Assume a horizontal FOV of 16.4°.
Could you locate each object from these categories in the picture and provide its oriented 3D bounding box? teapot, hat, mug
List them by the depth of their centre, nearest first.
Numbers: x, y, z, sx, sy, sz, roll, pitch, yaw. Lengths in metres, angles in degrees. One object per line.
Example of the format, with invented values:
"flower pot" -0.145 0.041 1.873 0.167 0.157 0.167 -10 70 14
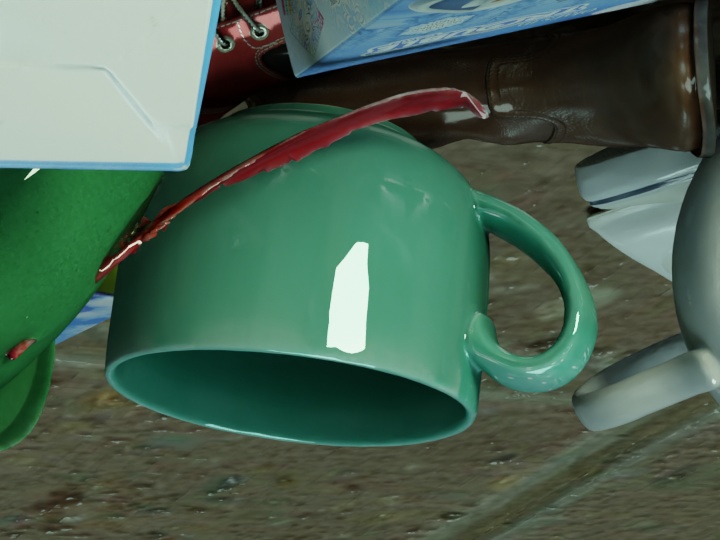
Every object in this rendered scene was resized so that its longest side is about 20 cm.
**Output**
"hat" -0.075 -0.049 0.849 0.176 0.200 0.166 -20 115 17
"mug" -0.008 0.002 1.033 0.185 0.115 0.152 11 162 -15
"teapot" 0.216 0.003 1.083 0.200 0.198 0.146 19 175 -5

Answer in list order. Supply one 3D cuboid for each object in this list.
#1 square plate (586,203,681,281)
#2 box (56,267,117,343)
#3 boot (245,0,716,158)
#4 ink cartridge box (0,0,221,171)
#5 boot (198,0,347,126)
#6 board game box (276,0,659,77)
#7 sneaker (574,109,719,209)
"square plate" 0.251 -0.018 1.335 0.198 0.028 0.200 -17 156 26
"box" -0.209 0.014 1.242 0.122 0.048 0.200 11 157 -37
"boot" 0.045 -0.075 1.051 0.200 0.064 0.186 -1 175 -1
"ink cartridge box" -0.133 -0.101 0.797 0.116 0.200 0.068 1 116 -24
"boot" -0.089 -0.103 0.979 0.144 0.073 0.200 -19 163 28
"board game box" 0.089 -0.124 0.886 0.200 0.043 0.199 -14 178 -17
"sneaker" 0.203 -0.044 1.172 0.200 0.071 0.073 -11 -172 9
